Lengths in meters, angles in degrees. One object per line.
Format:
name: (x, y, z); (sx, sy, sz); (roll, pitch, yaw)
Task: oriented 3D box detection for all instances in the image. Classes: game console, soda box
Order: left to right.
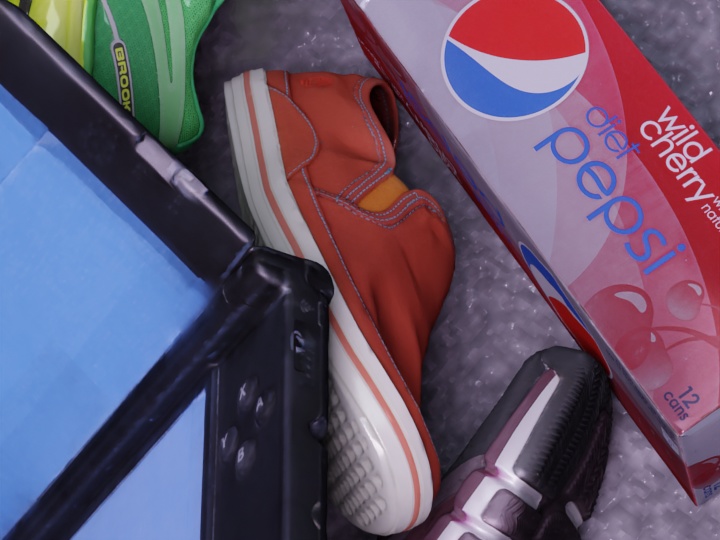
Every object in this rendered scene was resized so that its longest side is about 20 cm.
game console: (-0.103, 0.060, 0.734); (0.116, 0.200, 0.176); (20, 47, -23)
soda box: (0.069, -0.030, 0.815); (0.063, 0.070, 0.200); (-33, 65, -2)

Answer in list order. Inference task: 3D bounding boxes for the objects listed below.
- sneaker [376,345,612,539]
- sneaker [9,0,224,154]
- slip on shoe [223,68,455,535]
sneaker: (-0.014, 0.095, 0.782); (0.115, 0.076, 0.200); (23, 76, 24)
sneaker: (-0.062, -0.128, 0.852); (0.074, 0.083, 0.201); (-10, 62, 60)
slip on shoe: (0.000, 0.000, 0.790); (0.061, 0.074, 0.200); (-10, 35, -4)
